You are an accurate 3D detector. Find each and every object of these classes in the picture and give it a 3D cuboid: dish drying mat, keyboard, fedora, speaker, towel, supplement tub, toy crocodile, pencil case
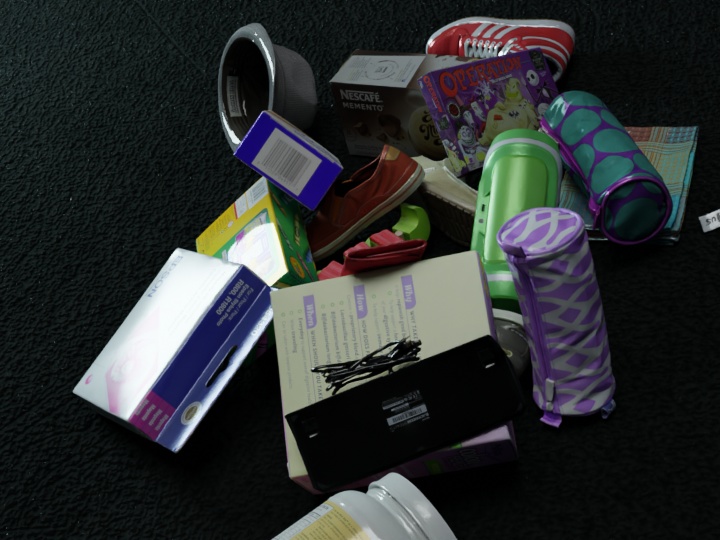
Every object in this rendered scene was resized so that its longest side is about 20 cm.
[{"bbox_3d":[0.016,0.006,1.201,0.076,0.200,0.018,-10,78,-7],"label":"dish drying mat"},{"bbox_3d":[0.036,0.109,1.072,0.199,0.105,0.040,-21,2,3],"label":"keyboard"},{"bbox_3d":[-0.115,-0.231,1.629,0.090,0.178,0.200,-1,26,-28],"label":"fedora"},{"bbox_3d":[0.161,-0.044,1.287,0.088,0.089,0.201,-1,61,20],"label":"speaker"},{"bbox_3d":[0.298,-0.102,1.397,0.145,0.022,0.201,3,42,23],"label":"towel"},{"bbox_3d":[-0.021,0.265,0.972,0.199,0.146,0.145,-32,40,-19],"label":"supplement tub"},{"bbox_3d":[0.000,0.000,1.354,0.199,0.062,0.067,-35,41,-21],"label":"toy crocodile"},{"bbox_3d":[0.259,-0.113,1.339,0.092,0.086,0.201,-5,35,-12],"label":"pencil case"},{"bbox_3d":[0.177,0.042,1.131,0.085,0.201,0.084,-32,30,-29],"label":"pencil case"}]

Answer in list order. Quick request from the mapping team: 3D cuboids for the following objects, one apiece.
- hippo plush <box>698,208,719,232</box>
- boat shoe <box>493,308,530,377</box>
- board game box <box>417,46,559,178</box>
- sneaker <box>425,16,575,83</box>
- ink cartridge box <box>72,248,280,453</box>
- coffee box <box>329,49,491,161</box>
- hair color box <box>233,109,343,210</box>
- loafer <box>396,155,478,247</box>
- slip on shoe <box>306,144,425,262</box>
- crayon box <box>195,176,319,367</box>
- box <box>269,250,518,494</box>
[{"bbox_3d":[0.435,-0.139,1.276,0.199,0.162,0.160,-21,38,-5],"label":"hippo plush"},{"bbox_3d":[0.072,0.072,1.231,0.200,0.073,0.060,4,38,19],"label":"boat shoe"},{"bbox_3d":[0.160,-0.184,1.424,0.199,0.121,0.032,-21,-7,-41],"label":"board game box"},{"bbox_3d":[0.176,-0.276,1.614,0.198,0.072,0.113,-2,37,16],"label":"sneaker"},{"bbox_3d":[-0.188,0.074,1.270,0.199,0.043,0.197,10,61,54],"label":"ink cartridge box"},{"bbox_3d":[0.073,-0.201,1.528,0.199,0.114,0.080,10,45,29],"label":"coffee box"},{"bbox_3d":[-0.081,-0.131,1.431,0.065,0.109,0.200,-54,7,3],"label":"hair color box"},{"bbox_3d":[0.099,-0.089,1.414,0.068,0.076,0.200,-40,42,-18],"label":"loafer"},{"bbox_3d":[-0.018,-0.073,1.403,0.200,0.061,0.074,-36,19,27],"label":"slip on shoe"},{"bbox_3d":[-0.115,-0.003,1.363,0.119,0.058,0.201,-41,33,17],"label":"crayon box"},{"bbox_3d":[0.031,0.096,1.139,0.198,0.097,0.177,-12,69,9],"label":"box"}]
